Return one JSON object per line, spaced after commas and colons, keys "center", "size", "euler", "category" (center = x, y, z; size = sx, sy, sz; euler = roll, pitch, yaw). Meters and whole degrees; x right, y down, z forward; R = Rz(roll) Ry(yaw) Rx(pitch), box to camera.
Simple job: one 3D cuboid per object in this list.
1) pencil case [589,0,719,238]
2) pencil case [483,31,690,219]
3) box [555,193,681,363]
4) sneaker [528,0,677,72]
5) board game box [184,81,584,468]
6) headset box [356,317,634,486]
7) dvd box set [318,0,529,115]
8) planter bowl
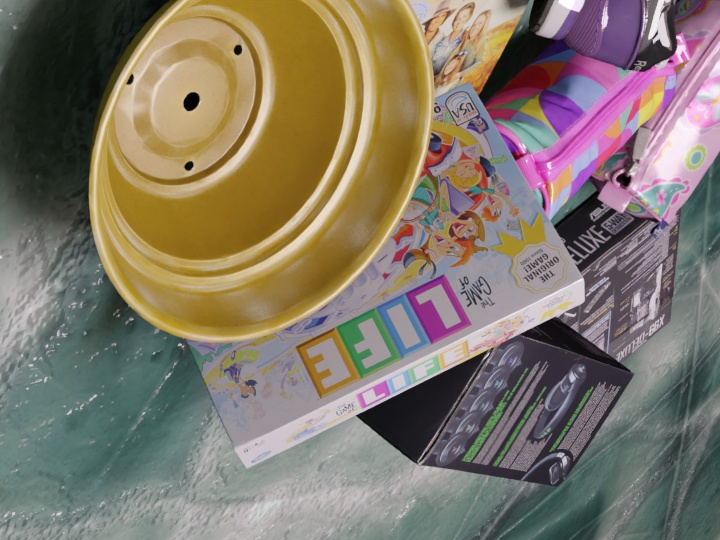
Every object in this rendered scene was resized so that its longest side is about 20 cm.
{"center": [0.233, -0.128, 1.167], "size": [0.200, 0.087, 0.087], "euler": [-56, 149, 7], "category": "pencil case"}
{"center": [0.126, -0.095, 1.025], "size": [0.200, 0.088, 0.089], "euler": [-43, 150, -42], "category": "pencil case"}
{"center": [0.162, 0.034, 1.268], "size": [0.200, 0.050, 0.158], "euler": [-38, 146, -23], "category": "box"}
{"center": [0.170, -0.207, 0.900], "size": [0.076, 0.087, 0.201], "euler": [-89, -158, -77], "category": "sneaker"}
{"center": [0.000, 0.000, 0.879], "size": [0.199, 0.135, 0.034], "euler": [-26, 156, -4], "category": "board game box"}
{"center": [0.040, 0.040, 0.994], "size": [0.093, 0.174, 0.200], "euler": [-58, 149, 8], "category": "headset box"}
{"center": [0.032, -0.129, 0.909], "size": [0.146, 0.029, 0.200], "euler": [-23, 152, -40], "category": "dvd box set"}
{"center": [-0.065, -0.072, 0.815], "size": [0.200, 0.083, 0.201], "euler": [-21, 127, -31], "category": "planter bowl"}
